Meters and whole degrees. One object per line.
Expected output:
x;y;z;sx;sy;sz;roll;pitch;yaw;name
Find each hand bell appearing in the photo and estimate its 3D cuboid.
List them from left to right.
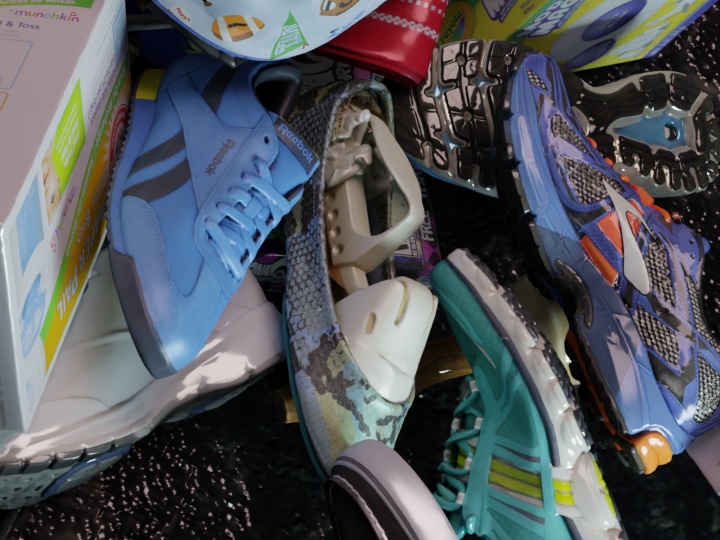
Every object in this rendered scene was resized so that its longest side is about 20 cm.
0.053;0.040;1.409;0.199;0.104;0.104;-16;66;-19;hand bell

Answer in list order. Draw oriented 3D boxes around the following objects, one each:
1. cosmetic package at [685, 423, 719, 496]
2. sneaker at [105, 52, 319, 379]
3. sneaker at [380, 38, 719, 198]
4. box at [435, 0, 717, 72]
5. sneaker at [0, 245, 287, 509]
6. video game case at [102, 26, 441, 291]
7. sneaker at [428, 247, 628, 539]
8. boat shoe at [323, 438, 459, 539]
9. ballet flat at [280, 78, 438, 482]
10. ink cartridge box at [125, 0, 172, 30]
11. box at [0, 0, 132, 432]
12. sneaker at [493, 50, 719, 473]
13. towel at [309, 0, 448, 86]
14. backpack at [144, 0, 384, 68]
0.245;0.116;1.387;0.200;0.071;0.101;38;9;-18;cosmetic package
-0.062;-0.033;1.289;0.078;0.066;0.200;-10;36;12;sneaker
0.082;-0.061;1.473;0.199;0.090;0.079;8;74;-36;sneaker
0.111;-0.143;1.501;0.200;0.117;0.049;-12;69;-43;box
-0.117;0.041;1.310;0.200;0.074;0.087;-30;88;-46;sneaker
-0.060;-0.083;1.450;0.181;0.036;0.201;5;56;-23;video game case
0.068;0.088;1.343;0.079;0.078;0.201;-19;89;3;sneaker
0.020;0.175;1.277;0.066;0.070;0.201;-23;96;-27;boat shoe
0.000;0.000;1.340;0.074;0.074;0.201;2;65;-25;ballet flat
-0.147;-0.158;1.393;0.199;0.037;0.095;-7;87;-30;ink cartridge box
-0.168;-0.040;1.262;0.101;0.113;0.200;6;39;8;box
0.117;-0.010;1.359;0.078;0.075;0.201;-21;83;-8;sneaker
-0.012;-0.197;1.413;0.144;0.022;0.201;17;75;-5;towel
-0.034;-0.191;1.299;0.200;0.154;0.191;38;53;0;backpack
